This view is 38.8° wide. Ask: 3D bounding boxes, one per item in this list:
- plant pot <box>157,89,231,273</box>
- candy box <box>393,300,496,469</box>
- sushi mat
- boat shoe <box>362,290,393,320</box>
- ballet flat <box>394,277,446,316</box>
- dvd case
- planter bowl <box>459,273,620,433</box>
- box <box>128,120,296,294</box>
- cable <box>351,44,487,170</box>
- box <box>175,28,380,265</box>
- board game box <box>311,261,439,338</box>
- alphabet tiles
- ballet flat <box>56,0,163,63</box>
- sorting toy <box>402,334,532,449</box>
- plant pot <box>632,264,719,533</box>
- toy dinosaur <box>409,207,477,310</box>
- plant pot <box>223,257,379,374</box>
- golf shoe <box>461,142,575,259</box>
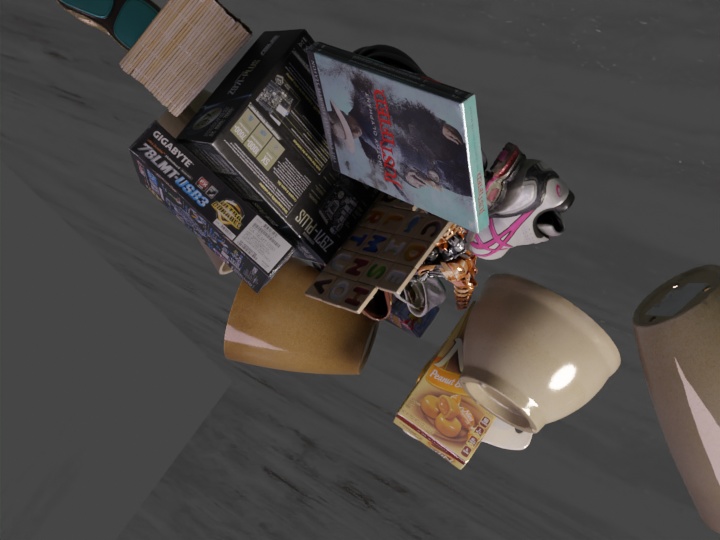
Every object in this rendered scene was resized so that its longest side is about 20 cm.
[{"bbox_3d":[-0.174,-0.133,1.346,0.200,0.187,0.187,50,165,4],"label":"plant pot"},{"bbox_3d":[0.147,0.156,1.406,0.115,0.200,0.055,34,160,8],"label":"candy box"},{"bbox_3d":[-0.209,-0.258,1.198,0.096,0.012,0.200,40,141,-16],"label":"sushi mat"},{"bbox_3d":[0.000,0.000,1.274,0.070,0.071,0.200,-14,152,17],"label":"boat shoe"},{"bbox_3d":[0.065,0.002,1.395,0.069,0.070,0.200,25,160,35],"label":"ballet flat"},{"bbox_3d":[0.034,-0.127,0.968,0.199,0.022,0.147,29,145,38],"label":"dvd case"},{"bbox_3d":[0.208,0.119,1.296,0.199,0.135,0.200,34,165,10],"label":"planter bowl"},{"bbox_3d":[-0.166,-0.064,1.140,0.198,0.050,0.200,44,169,-2],"label":"box"},{"bbox_3d":[0.037,-0.143,1.008,0.200,0.051,0.164,44,157,20],"label":"cable"},{"bbox_3d":[-0.071,-0.134,1.119,0.086,0.164,0.200,14,154,52],"label":"box"},{"bbox_3d":[0.019,0.011,1.527,0.199,0.062,0.200,31,163,19],"label":"board game box"},{"bbox_3d":[0.027,-0.041,1.103,0.167,0.200,0.008,15,152,52],"label":"alphabet tiles"},{"bbox_3d":[-0.295,-0.317,1.282,0.199,0.071,0.071,31,164,15],"label":"ballet flat"},{"bbox_3d":[0.188,0.178,1.480,0.179,0.200,0.107,26,139,24],"label":"sorting toy"},{"bbox_3d":[0.340,0.102,0.928,0.201,0.187,0.187,54,161,-10],"label":"plant pot"},{"bbox_3d":[0.091,-0.019,1.232,0.135,0.102,0.201,3,119,29],"label":"toy dinosaur"},{"bbox_3d":[-0.079,0.081,1.544,0.199,0.188,0.187,20,162,9],"label":"plant pot"},{"bbox_3d":[0.158,-0.048,1.037,0.092,0.073,0.200,32,164,9],"label":"golf shoe"}]
